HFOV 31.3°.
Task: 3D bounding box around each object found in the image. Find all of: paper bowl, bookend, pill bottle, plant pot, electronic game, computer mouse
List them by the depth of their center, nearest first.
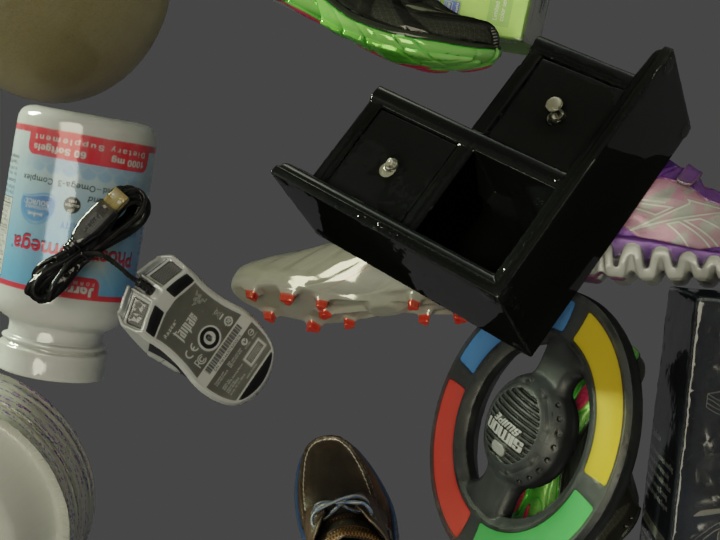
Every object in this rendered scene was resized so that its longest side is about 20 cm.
[{"bbox_3d":[0.083,-0.081,0.874,0.198,0.092,0.200,31,77,32],"label":"bookend"},{"bbox_3d":[0.115,0.109,0.882,0.200,0.041,0.201,-30,51,46],"label":"electronic game"},{"bbox_3d":[-0.147,0.030,0.961,0.200,0.044,0.110,45,70,-29],"label":"computer mouse"},{"bbox_3d":[-0.261,-0.236,0.981,0.199,0.134,0.201,0,90,14],"label":"plant pot"},{"bbox_3d":[-0.223,-0.020,0.987,0.108,0.109,0.201,10,94,14],"label":"pill bottle"},{"bbox_3d":[-0.314,0.184,0.992,0.200,0.104,0.202,2,108,7],"label":"paper bowl"}]

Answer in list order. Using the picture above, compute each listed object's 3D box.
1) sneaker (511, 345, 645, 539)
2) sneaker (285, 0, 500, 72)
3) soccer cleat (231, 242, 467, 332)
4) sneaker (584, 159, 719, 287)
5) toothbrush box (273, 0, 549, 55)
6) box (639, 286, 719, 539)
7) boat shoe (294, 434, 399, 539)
[{"bbox_3d":[0.161,0.148,0.918,0.083,0.077,0.201,19,93,-15],"label":"sneaker"},{"bbox_3d":[0.007,-0.192,0.844,0.200,0.077,0.084,31,101,15],"label":"sneaker"},{"bbox_3d":[0.000,0.000,0.958,0.199,0.069,0.078,-1,61,21],"label":"soccer cleat"},{"bbox_3d":[0.232,-0.033,0.887,0.199,0.080,0.089,3,84,16],"label":"sneaker"},{"bbox_3d":[0.042,-0.247,0.925,0.199,0.086,0.146,13,95,13],"label":"toothbrush box"},{"bbox_3d":[0.295,0.120,0.835,0.196,0.117,0.201,6,93,4],"label":"box"},{"bbox_3d":[-0.004,0.194,0.912,0.072,0.073,0.201,-16,53,-4],"label":"boat shoe"}]
